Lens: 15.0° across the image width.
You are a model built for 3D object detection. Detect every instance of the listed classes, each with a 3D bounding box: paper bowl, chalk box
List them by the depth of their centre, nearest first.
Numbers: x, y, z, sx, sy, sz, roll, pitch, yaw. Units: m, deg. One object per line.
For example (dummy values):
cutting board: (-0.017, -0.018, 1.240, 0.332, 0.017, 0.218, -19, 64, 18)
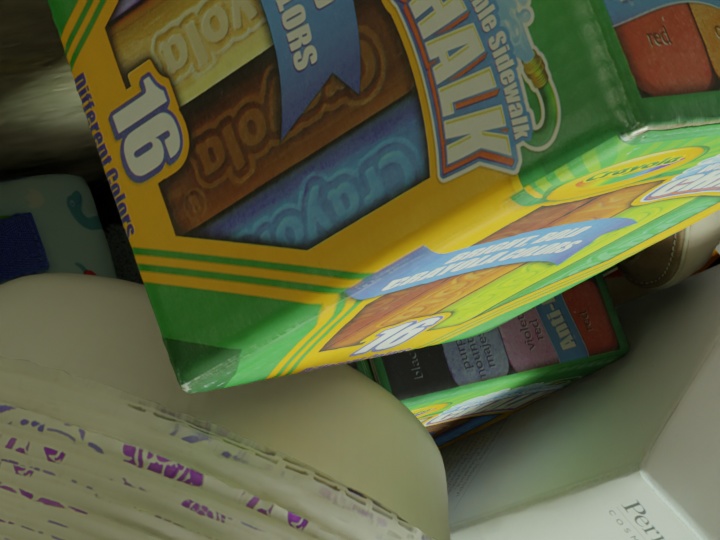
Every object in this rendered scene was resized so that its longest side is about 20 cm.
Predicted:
chalk box: (0.041, -0.069, 0.646, 0.125, 0.124, 0.200, -8, 165, -47)
paper bowl: (-0.056, 0.072, 0.757, 0.200, 0.105, 0.201, 18, 164, 6)
chalk box: (0.000, 0.000, 0.957, 0.124, 0.125, 0.200, -9, 166, -43)

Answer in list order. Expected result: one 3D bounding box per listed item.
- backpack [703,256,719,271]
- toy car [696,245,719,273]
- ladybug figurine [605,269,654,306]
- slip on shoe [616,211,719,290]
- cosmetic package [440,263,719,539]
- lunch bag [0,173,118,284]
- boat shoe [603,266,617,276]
backpack: (0.229, 0.051, 1.090, 0.176, 0.200, 0.153, -46, -177, 32)
toy car: (0.242, -0.008, 1.287, 0.199, 0.151, 0.175, -19, 169, -4)
ladybug figurine: (0.077, 0.005, 1.210, 0.135, 0.072, 0.200, 2, 173, -9)
slip on shoe: (0.081, -0.052, 0.897, 0.060, 0.076, 0.200, -24, 155, -10)
cosmetic package: (0.130, 0.120, 1.005, 0.200, 0.199, 0.123, -27, -159, 51)
lunch bag: (-0.183, 0.033, 0.917, 0.199, 0.083, 0.161, -13, 165, -38)
boat shoe: (0.043, -0.019, 1.085, 0.199, 0.073, 0.062, -19, 174, 25)
